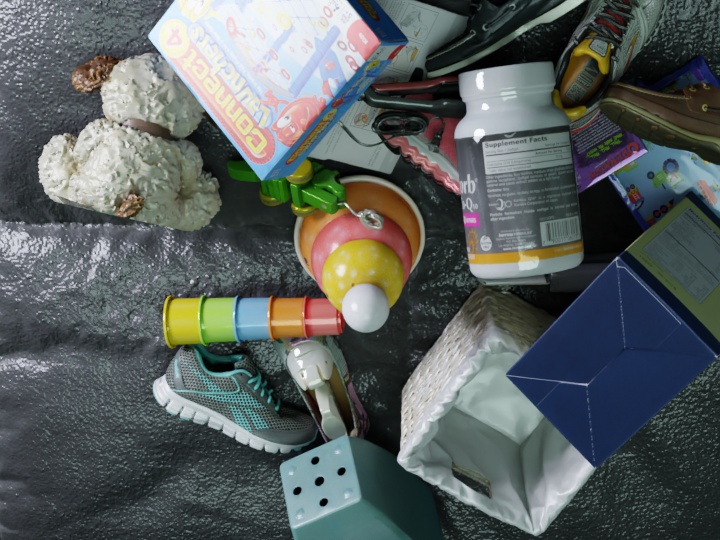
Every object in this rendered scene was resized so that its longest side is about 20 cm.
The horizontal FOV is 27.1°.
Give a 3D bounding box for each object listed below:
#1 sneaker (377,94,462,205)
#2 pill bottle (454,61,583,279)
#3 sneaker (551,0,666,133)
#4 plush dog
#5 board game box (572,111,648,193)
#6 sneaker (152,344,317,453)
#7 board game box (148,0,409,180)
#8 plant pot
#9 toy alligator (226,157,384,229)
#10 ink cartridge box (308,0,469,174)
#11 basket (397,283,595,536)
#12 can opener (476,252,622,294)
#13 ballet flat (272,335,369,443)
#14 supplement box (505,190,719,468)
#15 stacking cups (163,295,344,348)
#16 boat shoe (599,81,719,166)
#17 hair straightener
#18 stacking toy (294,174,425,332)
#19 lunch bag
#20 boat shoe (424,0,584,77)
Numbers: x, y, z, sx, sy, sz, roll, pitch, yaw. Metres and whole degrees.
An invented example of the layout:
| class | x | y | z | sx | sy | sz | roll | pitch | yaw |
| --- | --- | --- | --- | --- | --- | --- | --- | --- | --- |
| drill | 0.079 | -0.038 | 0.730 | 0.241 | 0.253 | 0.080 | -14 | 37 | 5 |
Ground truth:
| class | x | y | z | sx | sy | sz | roll | pitch | yaw |
| --- | --- | --- | --- | --- | --- | --- | --- | --- | --- |
| sneaker | 0.114 | -0.117 | 1.553 | 0.200 | 0.074 | 0.087 | 37 | 90 | 3 |
| pill bottle | 0.153 | -0.098 | 1.461 | 0.115 | 0.116 | 0.202 | -7 | 94 | 3 |
| sneaker | 0.251 | -0.230 | 1.504 | 0.077 | 0.082 | 0.201 | 26 | 96 | 6 |
| plush dog | -0.227 | -0.139 | 1.543 | 0.198 | 0.160 | 0.173 | 13 | 90 | -9 |
| board game box | 0.190 | -0.125 | 1.583 | 0.199 | 0.032 | 0.121 | -30 | 84 | 15 |
| sneaker | -0.134 | 0.143 | 1.719 | 0.199 | 0.078 | 0.092 | 21 | 111 | -13 |
| board game box | -0.085 | -0.228 | 1.465 | 0.200 | 0.056 | 0.196 | 51 | 120 | 12 |
| plant pot | -0.005 | 0.286 | 1.719 | 0.140 | 0.142 | 0.200 | -24 | 137 | 11 |
| toy alligator | -0.049 | -0.092 | 1.578 | 0.199 | 0.054 | 0.060 | 20 | 141 | 25 |
| ink cartridge box | -0.005 | -0.207 | 1.554 | 0.175 | 0.045 | 0.201 | 9 | 120 | -35 |
| basket | 0.168 | 0.148 | 1.675 | 0.197 | 0.161 | 0.201 | 28 | 114 | -15 |
| can opener | 0.223 | -0.006 | 1.657 | 0.198 | 0.053 | 0.067 | 2 | 117 | -2 |
| ballet flat | -0.044 | 0.134 | 1.715 | 0.069 | 0.071 | 0.201 | -20 | 116 | 11 |
| supplement box | 0.289 | 0.058 | 1.515 | 0.134 | 0.199 | 0.200 | 46 | 129 | 9 |
| stacking cups | -0.118 | 0.056 | 1.662 | 0.198 | 0.061 | 0.061 | -1 | 118 | 10 |
| boat shoe | 0.332 | -0.156 | 1.503 | 0.199 | 0.072 | 0.068 | 16 | 86 | -17 |
| hair straightener | 0.065 | -0.159 | 1.509 | 0.198 | 0.041 | 0.078 | -2 | 74 | -14 |
| stacking toy | 0.000 | 0.000 | 1.573 | 0.145 | 0.200 | 0.147 | 0 | 117 | -1 |
| lunch bag | 0.346 | -0.116 | 1.591 | 0.150 | 0.094 | 0.201 | -33 | 103 | 18 |
| boat shoe | 0.143 | -0.265 | 1.511 | 0.198 | 0.075 | 0.066 | -26 | 103 | 21 |
